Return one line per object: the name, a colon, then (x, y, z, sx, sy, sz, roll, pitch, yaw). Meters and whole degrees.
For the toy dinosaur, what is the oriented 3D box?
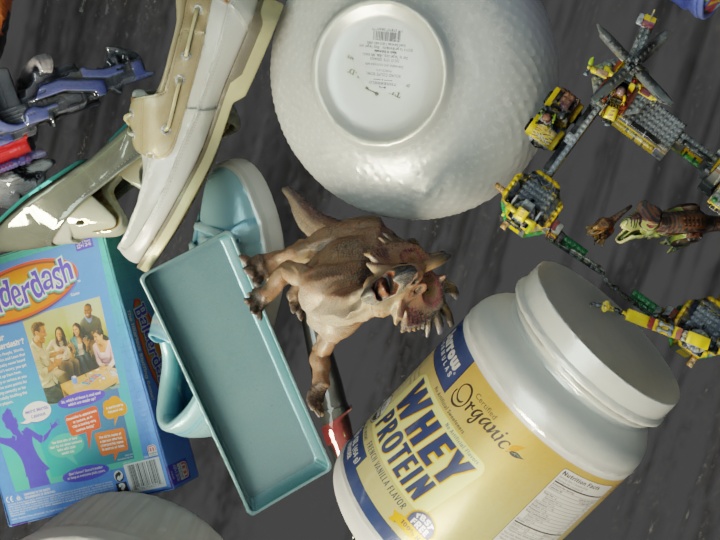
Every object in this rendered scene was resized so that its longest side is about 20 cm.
toy dinosaur: (0.000, 0.000, 1.052, 0.135, 0.201, 0.086, -32, 121, 13)

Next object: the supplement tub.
supplement tub: (0.093, 0.106, 1.034, 0.144, 0.144, 0.200, 46, 110, 10)

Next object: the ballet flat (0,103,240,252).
ballet flat: (-0.170, -0.062, 1.133, 0.200, 0.067, 0.064, -39, 81, -1)

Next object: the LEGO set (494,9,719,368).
LEGO set: (0.181, -0.042, 0.967, 0.200, 0.116, 0.154, 44, 88, 6)

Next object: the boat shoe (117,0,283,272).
boat shoe: (-0.123, -0.100, 1.077, 0.068, 0.075, 0.201, 25, 94, -8)

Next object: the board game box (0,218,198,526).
board game box: (-0.219, 0.077, 1.208, 0.151, 0.045, 0.202, -14, 92, 23)

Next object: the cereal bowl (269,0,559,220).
cereal bowl: (0.025, -0.130, 1.064, 0.198, 0.083, 0.202, 3, 99, 22)

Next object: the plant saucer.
plant saucer: (-0.085, 0.071, 1.109, 0.070, 0.019, 0.201, -28, 116, -14)

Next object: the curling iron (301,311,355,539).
curling iron: (-0.011, 0.106, 1.136, 0.049, 0.025, 0.202, -18, 85, 60)

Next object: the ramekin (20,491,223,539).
ramekin: (-0.169, 0.252, 1.162, 0.201, 0.094, 0.204, 6, 115, 13)

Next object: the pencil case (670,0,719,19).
pencil case: (0.152, -0.238, 0.999, 0.199, 0.078, 0.087, 33, 141, 14)

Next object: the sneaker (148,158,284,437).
sneaker: (-0.106, 0.023, 1.128, 0.074, 0.082, 0.202, 10, 101, 41)

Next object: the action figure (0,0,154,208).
action figure: (-0.258, -0.138, 1.177, 0.198, 0.105, 0.195, -13, 83, -18)
